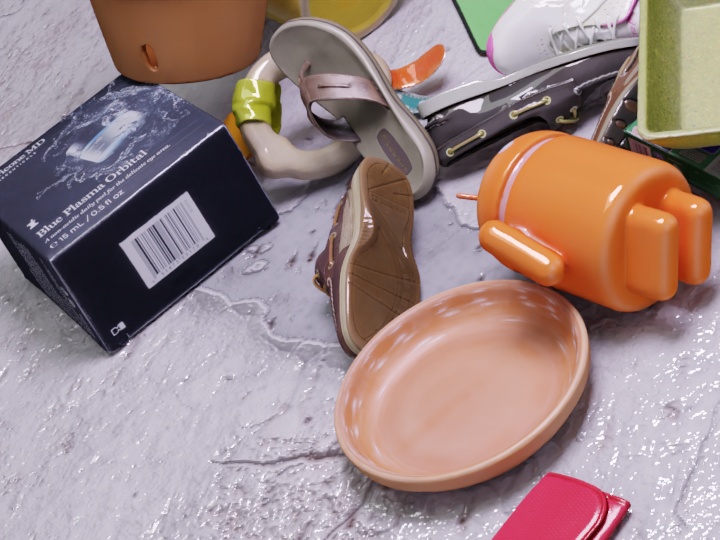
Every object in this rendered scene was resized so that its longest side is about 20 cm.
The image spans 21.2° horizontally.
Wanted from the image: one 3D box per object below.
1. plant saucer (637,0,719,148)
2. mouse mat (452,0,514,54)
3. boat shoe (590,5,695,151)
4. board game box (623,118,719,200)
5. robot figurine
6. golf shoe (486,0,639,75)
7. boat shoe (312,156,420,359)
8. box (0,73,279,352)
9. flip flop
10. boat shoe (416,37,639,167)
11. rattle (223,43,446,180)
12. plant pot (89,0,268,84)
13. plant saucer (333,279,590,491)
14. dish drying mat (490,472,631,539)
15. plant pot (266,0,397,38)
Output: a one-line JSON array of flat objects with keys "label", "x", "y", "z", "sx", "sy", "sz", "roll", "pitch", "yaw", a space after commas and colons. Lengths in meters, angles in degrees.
[{"label": "plant saucer", "x": 0.313, "y": -0.166, "z": 1.456, "sx": 0.199, "sy": 0.048, "sz": 0.201, "roll": -5, "pitch": 48, "yaw": 15}, {"label": "mouse mat", "x": 0.185, "y": -0.281, "z": 1.815, "sx": 0.199, "sy": 0.008, "sz": 0.161, "roll": -26, "pitch": 35, "yaw": 7}, {"label": "boat shoe", "x": 0.243, "y": -0.146, "z": 1.563, "sx": 0.200, "sy": 0.076, "sz": 0.074, "roll": -53, "pitch": 19, "yaw": -20}, {"label": "board game box", "x": 0.318, "y": -0.102, "z": 1.453, "sx": 0.135, "sy": 0.029, "sz": 0.200, "roll": -42, "pitch": 48, "yaw": -18}, {"label": "robot figurine", "x": 0.167, "y": -0.039, "z": 1.431, "sx": 0.200, "sy": 0.117, "sz": 0.144, "roll": 22, "pitch": 72, "yaw": 44}, {"label": "golf shoe", "x": 0.205, "y": -0.222, "z": 1.675, "sx": 0.199, "sy": 0.075, "sz": 0.092, "roll": -29, "pitch": 39, "yaw": 3}, {"label": "boat shoe", "x": 0.000, "y": 0.000, "z": 1.561, "sx": 0.072, "sy": 0.072, "sz": 0.201, "roll": -41, "pitch": 35, "yaw": 39}, {"label": "box", "x": -0.215, "y": -0.059, "z": 1.727, "sx": 0.196, "sy": 0.118, "sz": 0.200, "roll": -39, "pitch": 35, "yaw": -14}, {"label": "flip flop", "x": -0.012, "y": -0.138, "z": 1.646, "sx": 0.057, "sy": 0.200, "sz": 0.081, "roll": -24, "pitch": -20, "yaw": -43}, {"label": "boat shoe", "x": 0.151, "y": -0.145, "z": 1.629, "sx": 0.200, "sy": 0.061, "sz": 0.072, "roll": -18, "pitch": -2, "yaw": 10}, {"label": "rattle", "x": -0.024, "y": -0.140, "z": 1.768, "sx": 0.199, "sy": 0.143, "sz": 0.130, "roll": -25, "pitch": 65, "yaw": -20}, {"label": "plant pot", "x": -0.165, "y": -0.259, "z": 1.766, "sx": 0.199, "sy": 0.141, "sz": 0.200, "roll": -4, "pitch": 25, "yaw": 2}, {"label": "plant saucer", "x": 0.077, "y": 0.089, "z": 1.410, "sx": 0.199, "sy": 0.038, "sz": 0.201, "roll": -19, "pitch": 37, "yaw": 15}, {"label": "dish drying mat", "x": 0.093, "y": 0.214, "z": 1.262, "sx": 0.077, "sy": 0.018, "sz": 0.200, "roll": 15, "pitch": 55, "yaw": 46}, {"label": "plant pot", "x": -0.058, "y": -0.324, "z": 1.890, "sx": 0.200, "sy": 0.201, "sz": 0.189, "roll": -37, "pitch": 50, "yaw": -11}]
